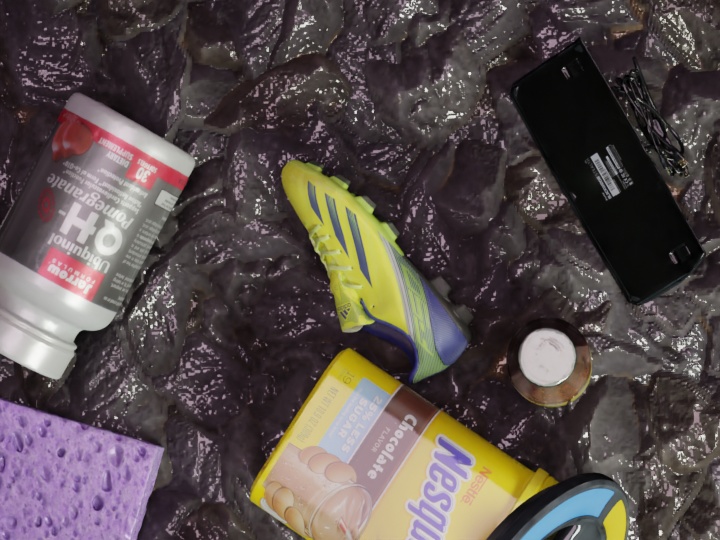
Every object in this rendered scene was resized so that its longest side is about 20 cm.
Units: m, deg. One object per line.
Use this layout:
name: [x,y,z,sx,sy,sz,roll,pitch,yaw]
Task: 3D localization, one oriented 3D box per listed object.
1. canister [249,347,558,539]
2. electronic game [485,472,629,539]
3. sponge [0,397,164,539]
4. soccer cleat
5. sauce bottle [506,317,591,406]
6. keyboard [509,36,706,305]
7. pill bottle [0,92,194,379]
canister: [0.034,0.170,1.616,0.199,0.087,0.149,33,89,8]
electronic game: [0.126,0.234,1.552,0.042,0.200,0.201,35,89,32]
sponge: [-0.264,0.162,1.671,0.198,0.030,0.113,16,88,6]
soccer cleat: [0.000,0.000,1.639,0.084,0.065,0.200,-43,84,-3]
sauce bottle: [0.138,0.066,1.555,0.065,0.200,0.067,0,84,4]
keyboard: [0.204,-0.082,1.650,0.104,0.040,0.201,-32,84,26]
pill bottle: [-0.218,-0.024,1.640,0.110,0.111,0.201,28,89,7]
